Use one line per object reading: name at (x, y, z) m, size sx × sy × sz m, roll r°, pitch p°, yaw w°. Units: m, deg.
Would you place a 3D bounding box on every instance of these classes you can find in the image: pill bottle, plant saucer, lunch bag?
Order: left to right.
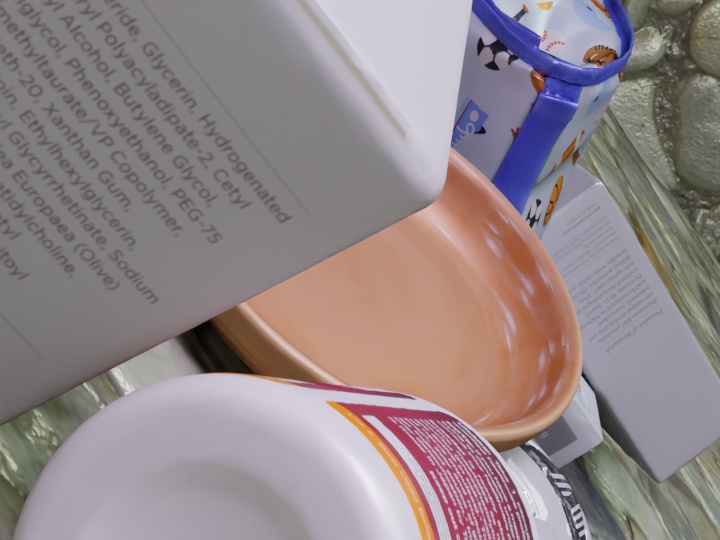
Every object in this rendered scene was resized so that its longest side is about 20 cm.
pill bottle at (-0.011, 0.089, 0.646) m, size 0.113 × 0.113 × 0.200 m, roll 60°, pitch 13°, yaw 13°
plant saucer at (0.000, 0.000, 0.918) m, size 0.200 × 0.037 × 0.200 m, roll 25°, pitch 35°, yaw -19°
lunch bag at (0.053, -0.068, 1.109) m, size 0.124 × 0.170 × 0.200 m, roll 20°, pitch 24°, yaw -12°

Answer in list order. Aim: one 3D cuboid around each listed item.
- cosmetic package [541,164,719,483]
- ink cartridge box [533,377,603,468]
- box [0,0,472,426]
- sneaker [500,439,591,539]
cosmetic package at (0.146, 0.023, 1.380) m, size 0.200 × 0.071 × 0.101 m, roll 56°, pitch -3°, yaw -28°
ink cartridge box at (0.082, 0.013, 1.350) m, size 0.160 × 0.047 × 0.200 m, roll 54°, pitch 14°, yaw -16°
box at (-0.087, -0.105, 0.619) m, size 0.200 × 0.171 × 0.199 m, roll 53°, pitch 25°, yaw -24°
sneaker at (0.059, 0.136, 0.889) m, size 0.200 × 0.075 × 0.115 m, roll 64°, pitch 11°, yaw 13°
